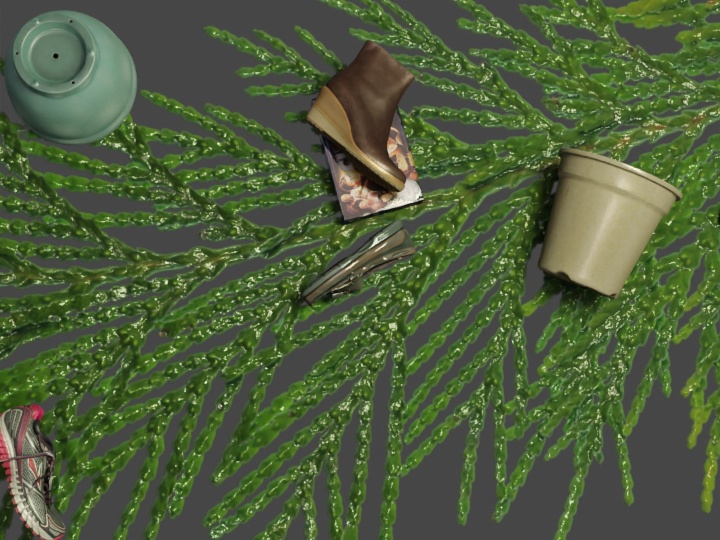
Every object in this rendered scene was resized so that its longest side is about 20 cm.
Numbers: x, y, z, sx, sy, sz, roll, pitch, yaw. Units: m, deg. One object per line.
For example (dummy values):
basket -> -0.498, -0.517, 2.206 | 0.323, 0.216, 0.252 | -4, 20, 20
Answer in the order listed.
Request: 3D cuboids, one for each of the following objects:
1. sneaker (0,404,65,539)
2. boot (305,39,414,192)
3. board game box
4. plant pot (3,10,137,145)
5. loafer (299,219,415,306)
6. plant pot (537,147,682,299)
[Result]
sneaker -> -0.470, 0.293, 1.333 | 0.074, 0.081, 0.202 | -22, 85, -10
boot -> 0.032, -0.238, 1.419 | 0.200, 0.072, 0.167 | 41, 83, 4
board game box -> 0.010, -0.188, 1.466 | 0.133, 0.035, 0.203 | -15, 85, -7
plant pot -> -0.445, -0.303, 1.382 | 0.197, 0.134, 0.204 | 1, 83, -5
loafer -> 0.000, 0.000, 1.426 | 0.199, 0.072, 0.063 | -37, 94, -11
plant pot -> 0.365, -0.065, 1.424 | 0.198, 0.200, 0.186 | 22, 93, -3
